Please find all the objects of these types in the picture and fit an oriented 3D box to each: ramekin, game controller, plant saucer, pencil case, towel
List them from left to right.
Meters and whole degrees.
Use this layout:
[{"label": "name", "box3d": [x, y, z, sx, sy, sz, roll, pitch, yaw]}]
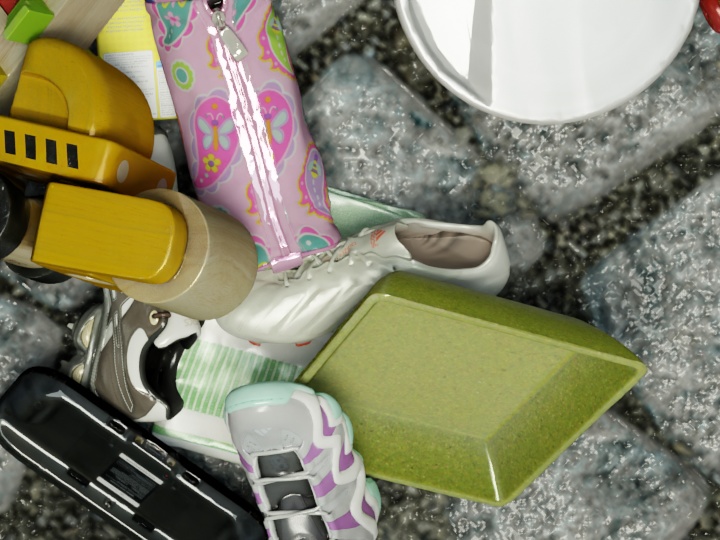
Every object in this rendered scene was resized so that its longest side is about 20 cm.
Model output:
[{"label": "game controller", "box3d": [-0.155, 0.138, 1.624, 0.200, 0.042, 0.104, 36, 135, -8]}, {"label": "pencil case", "box3d": [-0.076, -0.099, 1.551, 0.087, 0.087, 0.201, -15, 104, -1]}, {"label": "towel", "box3d": [-0.051, 0.039, 1.649, 0.152, 0.023, 0.201, 15, 97, -5]}, {"label": "plant saucer", "box3d": [0.054, 0.071, 1.589, 0.199, 0.048, 0.200, 15, 142, -21]}, {"label": "ramekin", "box3d": [0.117, -0.199, 1.589, 0.201, 0.094, 0.203, -1, 99, -4]}]

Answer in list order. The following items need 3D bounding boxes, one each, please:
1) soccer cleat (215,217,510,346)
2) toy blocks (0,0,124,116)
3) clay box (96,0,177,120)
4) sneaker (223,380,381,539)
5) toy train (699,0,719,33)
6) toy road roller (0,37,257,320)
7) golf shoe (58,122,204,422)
[{"label": "soccer cleat", "box3d": [0.000, 0.000, 1.592, 0.199, 0.078, 0.070, -8, 56, -6]}, {"label": "toy blocks", "box3d": [-0.231, -0.187, 1.563, 0.200, 0.100, 0.137, -48, 64, 20]}, {"label": "clay box", "box3d": [-0.121, -0.202, 1.596, 0.114, 0.048, 0.201, -4, 98, -4]}, {"label": "sneaker", "box3d": [-0.034, 0.169, 1.561, 0.077, 0.140, 0.200, -11, 144, 19]}, {"label": "toy train", "box3d": [0.252, -0.220, 1.544, 0.084, 0.200, 0.116, -28, 95, 1]}, {"label": "toy road roller", "box3d": [-0.158, -0.060, 1.502, 0.199, 0.123, 0.147, 13, 86, 21]}, {"label": "golf shoe", "box3d": [-0.135, 0.004, 1.597, 0.094, 0.078, 0.201, 18, 107, 32]}]
